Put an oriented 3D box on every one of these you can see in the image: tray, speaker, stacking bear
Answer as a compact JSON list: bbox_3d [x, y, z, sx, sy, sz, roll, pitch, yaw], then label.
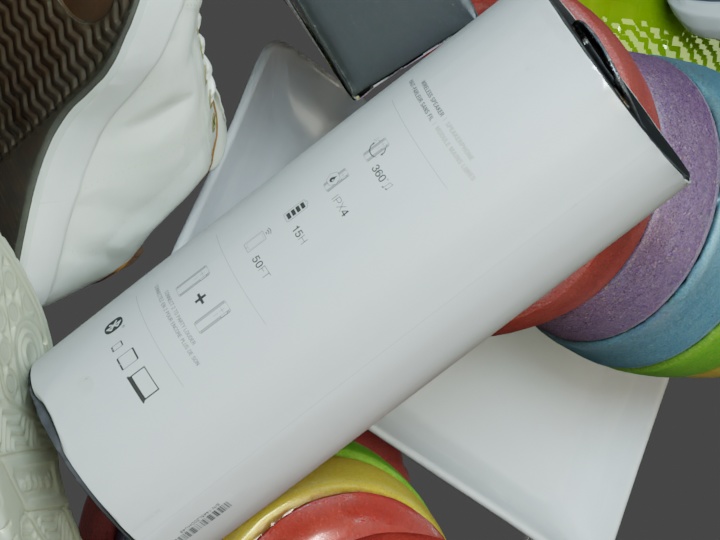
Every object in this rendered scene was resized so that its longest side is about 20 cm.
[{"bbox_3d":[0.022,0.016,1.045,0.200,0.022,0.108,35,61,-23],"label":"tray"},{"bbox_3d":[0.000,0.000,0.898,0.200,0.081,0.081,-38,111,9],"label":"speaker"},{"bbox_3d":[0.117,-0.013,1.031,0.200,0.114,0.122,17,92,-41],"label":"stacking bear"},{"bbox_3d":[-0.011,0.109,0.959,0.114,0.200,0.122,24,88,-23],"label":"stacking bear"}]

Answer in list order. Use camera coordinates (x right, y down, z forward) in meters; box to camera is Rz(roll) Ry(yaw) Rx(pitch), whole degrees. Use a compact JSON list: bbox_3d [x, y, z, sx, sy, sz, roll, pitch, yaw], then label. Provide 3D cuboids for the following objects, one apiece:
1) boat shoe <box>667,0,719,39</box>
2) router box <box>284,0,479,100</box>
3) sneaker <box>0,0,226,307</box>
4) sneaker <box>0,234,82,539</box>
[{"bbox_3d":[0.188,-0.141,1.029,0.067,0.200,0.074,54,33,-31],"label":"boat shoe"},{"bbox_3d":[-0.043,-0.163,0.936,0.051,0.149,0.200,-32,108,1],"label":"router box"},{"bbox_3d":[-0.074,-0.071,0.928,0.085,0.073,0.200,-18,148,-39],"label":"sneaker"},{"bbox_3d":[-0.148,0.073,0.941,0.111,0.077,0.200,-5,118,18],"label":"sneaker"}]
